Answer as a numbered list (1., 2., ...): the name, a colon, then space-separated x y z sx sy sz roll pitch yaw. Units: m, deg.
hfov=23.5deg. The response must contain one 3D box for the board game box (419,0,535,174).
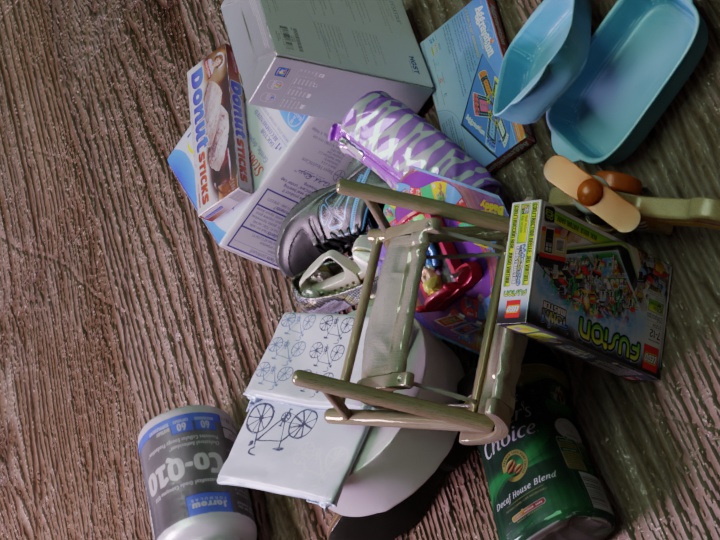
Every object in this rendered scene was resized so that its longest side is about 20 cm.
1. board game box: 0.122 -0.191 1.841 0.103 0.019 0.202 -36 50 34

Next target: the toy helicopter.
1. toy helicopter: 0.251 -0.059 1.560 0.199 0.132 0.080 5 77 48

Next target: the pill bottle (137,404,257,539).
1. pill bottle: -0.175 0.259 1.894 0.114 0.113 0.201 -39 49 29

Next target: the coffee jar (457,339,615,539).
1. coffee jar: 0.158 0.166 1.599 0.104 0.085 0.201 -39 48 29

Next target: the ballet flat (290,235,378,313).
1. ballet flat: 0.000 0.000 1.840 0.199 0.072 0.073 -22 58 37

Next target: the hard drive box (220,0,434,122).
1. hard drive box: -0.037 -0.243 1.889 0.077 0.198 0.157 -55 38 39

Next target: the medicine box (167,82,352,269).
1. medicine box: -0.105 -0.139 2.000 0.201 0.102 0.183 -53 43 16

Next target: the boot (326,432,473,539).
1. boot: 0.036 0.200 1.734 0.200 0.073 0.076 -48 37 9

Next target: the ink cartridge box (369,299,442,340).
1. ink cartridge box: 0.001 0.122 1.817 0.145 0.048 0.202 21 92 50

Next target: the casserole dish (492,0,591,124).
1. casserole dish: 0.185 -0.213 1.715 0.121 0.039 0.201 -48 14 30

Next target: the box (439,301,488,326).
1. box: 0.170 0.023 1.674 0.199 0.049 0.083 6 78 48

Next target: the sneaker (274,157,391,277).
1. sneaker: -0.019 -0.054 1.892 0.200 0.073 0.082 -46 44 24

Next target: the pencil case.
1. pencil case: 0.057 -0.108 1.787 0.200 0.085 0.085 39 131 32

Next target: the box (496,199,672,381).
1. box: 0.201 0.021 1.528 0.035 0.199 0.111 -5 70 44

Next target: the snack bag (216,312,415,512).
1. snack bag: -0.052 0.131 1.692 0.188 0.021 0.201 3 61 47

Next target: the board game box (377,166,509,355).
1. board game box: 0.071 -0.010 1.695 0.199 0.039 0.160 23 112 44

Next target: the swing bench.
1. swing bench: 0.065 0.041 1.567 0.198 0.130 0.201 7 71 19

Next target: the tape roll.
1. tape roll: 0.005 0.136 1.703 0.201 0.071 0.204 -28 42 28

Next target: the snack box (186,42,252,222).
1. snack box: -0.161 -0.158 1.971 0.072 0.024 0.202 -32 52 36

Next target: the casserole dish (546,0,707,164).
1. casserole dish: 0.260 -0.186 1.665 0.201 0.039 0.121 -55 40 13
